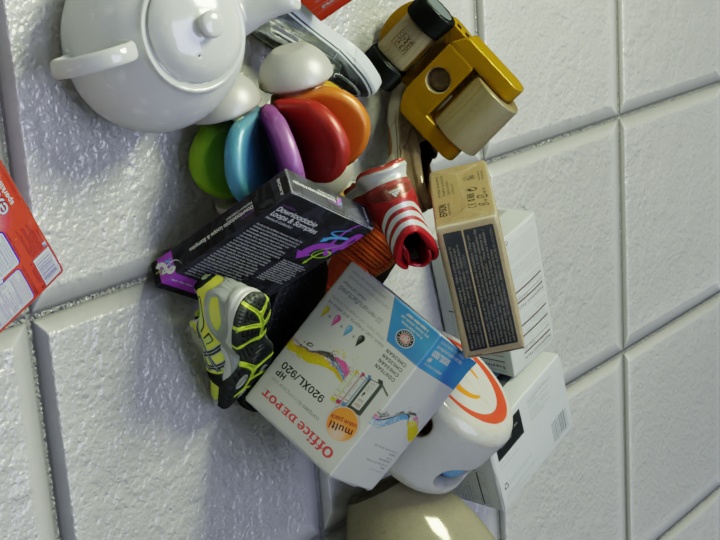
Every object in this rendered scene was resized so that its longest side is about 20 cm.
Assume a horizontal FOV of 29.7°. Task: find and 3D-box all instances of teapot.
[{"bbox_3d":[-0.186,-0.227,1.312,0.197,0.145,0.201,31,72,-36],"label":"teapot"}]

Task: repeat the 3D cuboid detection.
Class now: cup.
[{"bbox_3d":[0.059,0.338,1.736,0.200,0.200,0.144,-29,91,-45],"label":"cup"}]

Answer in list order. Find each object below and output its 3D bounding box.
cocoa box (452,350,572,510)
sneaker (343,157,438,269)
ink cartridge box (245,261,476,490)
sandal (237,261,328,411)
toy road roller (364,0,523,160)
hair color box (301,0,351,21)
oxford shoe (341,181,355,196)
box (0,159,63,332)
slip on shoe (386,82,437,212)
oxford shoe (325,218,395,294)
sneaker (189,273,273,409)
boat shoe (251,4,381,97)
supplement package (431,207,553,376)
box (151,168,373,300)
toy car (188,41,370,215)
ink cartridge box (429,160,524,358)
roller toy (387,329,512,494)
[{"bbox_3d":[0.185,0.211,1.892,0.200,0.130,0.134,-42,128,-39],"label":"cocoa box"},{"bbox_3d":[0.034,-0.050,1.521,0.200,0.078,0.116,54,16,-85],"label":"sneaker"},{"bbox_3d":[0.001,0.125,1.554,0.200,0.147,0.145,-51,155,1],"label":"ink cartridge box"},{"bbox_3d":[-0.100,0.066,1.586,0.075,0.045,0.201,22,94,-46],"label":"sandal"},{"bbox_3d":[0.109,-0.246,1.681,0.200,0.123,0.146,48,22,4],"label":"toy road roller"},{"bbox_3d":[-0.086,-0.372,1.462,0.200,0.064,0.112,34,32,-48],"label":"hair color box"},{"bbox_3d":[0.014,-0.069,1.687,0.199,0.057,0.076,19,80,-53],"label":"oxford shoe"},{"bbox_3d":[-0.361,-0.050,1.185,0.100,0.095,0.201,-50,132,-34],"label":"box"},{"bbox_3d":[0.069,-0.153,1.697,0.076,0.060,0.201,56,34,-45],"label":"slip on shoe"},{"bbox_3d":[0.000,0.000,1.644,0.200,0.071,0.073,-47,158,3],"label":"oxford shoe"},{"bbox_3d":[-0.143,0.073,1.480,0.075,0.076,0.201,-41,157,-36],"label":"sneaker"},{"bbox_3d":[-0.058,-0.247,1.565,0.200,0.072,0.071,35,77,-37],"label":"boat shoe"},{"bbox_3d":[0.180,0.027,1.869,0.109,0.113,0.201,-37,125,-41],"label":"supplement package"},{"bbox_3d":[-0.104,-0.026,1.448,0.143,0.199,0.036,22,44,-51],"label":"box"},{"bbox_3d":[-0.082,-0.134,1.454,0.199,0.150,0.176,-24,119,-18],"label":"toy car"},{"bbox_3d":[0.133,-0.016,1.571,0.200,0.074,0.166,-88,165,-69],"label":"ink cartridge box"},{"bbox_3d":[0.083,0.177,1.700,0.199,0.140,0.183,36,26,-18],"label":"roller toy"}]
